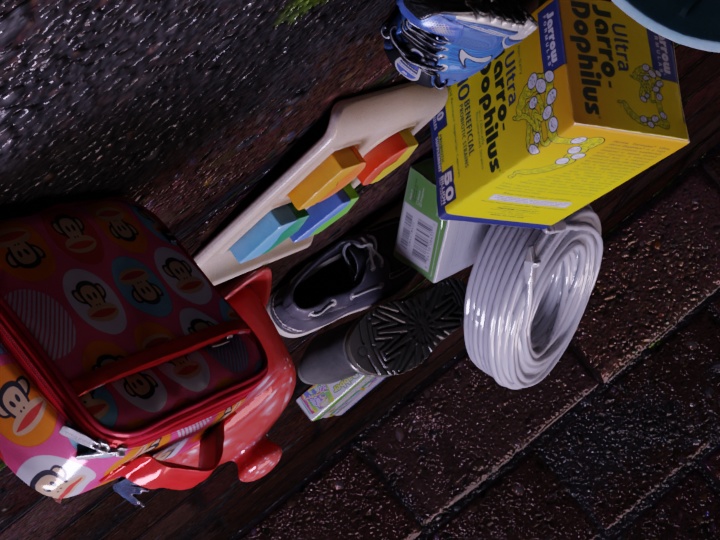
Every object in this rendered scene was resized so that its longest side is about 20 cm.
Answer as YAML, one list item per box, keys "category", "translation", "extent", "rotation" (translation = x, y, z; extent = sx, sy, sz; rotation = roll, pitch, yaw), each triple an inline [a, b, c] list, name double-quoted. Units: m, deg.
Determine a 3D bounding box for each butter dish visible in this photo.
- category: "butter dish"
  translation: [-0.124, 0.115, 1.358]
  extent: [0.199, 0.148, 0.200]
  rotation: [-38, 172, -14]

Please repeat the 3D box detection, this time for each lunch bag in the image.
- category: "lunch bag"
  translation: [-0.144, 0.050, 0.899]
  extent: [0.082, 0.176, 0.200]
  rotation: [-43, 170, 25]

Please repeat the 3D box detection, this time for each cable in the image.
- category: "cable"
  translation: [0.170, 0.018, 1.565]
  extent: [0.200, 0.069, 0.201]
  rotation: [-21, 129, -57]

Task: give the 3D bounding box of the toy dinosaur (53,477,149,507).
- category: "toy dinosaur"
  translation: [-0.194, 0.150, 1.600]
  extent: [0.199, 0.106, 0.182]
  rotation: [-4, -160, 22]

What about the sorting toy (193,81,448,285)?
- category: "sorting toy"
  translation: [-0.027, -0.066, 1.248]
  extent: [0.200, 0.037, 0.185]
  rotation: [-46, 169, 30]

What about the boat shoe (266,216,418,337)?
- category: "boat shoe"
  translation: [0.000, 0.000, 1.549]
  extent: [0.199, 0.073, 0.063]
  rotation: [-30, 172, -24]

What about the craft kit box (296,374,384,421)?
- category: "craft kit box"
  translation: [0.012, 0.141, 2.339]
  extent: [0.200, 0.049, 0.197]
  rotation: [-41, 173, 7]

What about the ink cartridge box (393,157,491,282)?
- category: "ink cartridge box"
  translation: [0.126, -0.073, 1.567]
  extent: [0.199, 0.059, 0.104]
  rotation: [-24, 137, -40]

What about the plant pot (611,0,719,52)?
- category: "plant pot"
  translation: [0.256, -0.268, 0.986]
  extent: [0.196, 0.200, 0.200]
  rotation: [-41, 174, -40]

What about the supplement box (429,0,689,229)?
- category: "supplement box"
  translation: [0.149, -0.119, 1.244]
  extent: [0.109, 0.110, 0.200]
  rotation: [5, 159, -28]

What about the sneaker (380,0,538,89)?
- category: "sneaker"
  translation: [0.058, -0.156, 1.036]
  extent: [0.089, 0.079, 0.200]
  rotation: [-44, 170, 13]

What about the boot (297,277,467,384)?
- category: "boot"
  translation: [-0.002, 0.074, 1.571]
  extent: [0.181, 0.073, 0.199]
  rotation: [-21, -177, -43]

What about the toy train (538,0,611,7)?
- category: "toy train"
  translation: [0.185, -0.222, 1.254]
  extent: [0.115, 0.085, 0.200]
  rotation: [-27, 179, 43]
